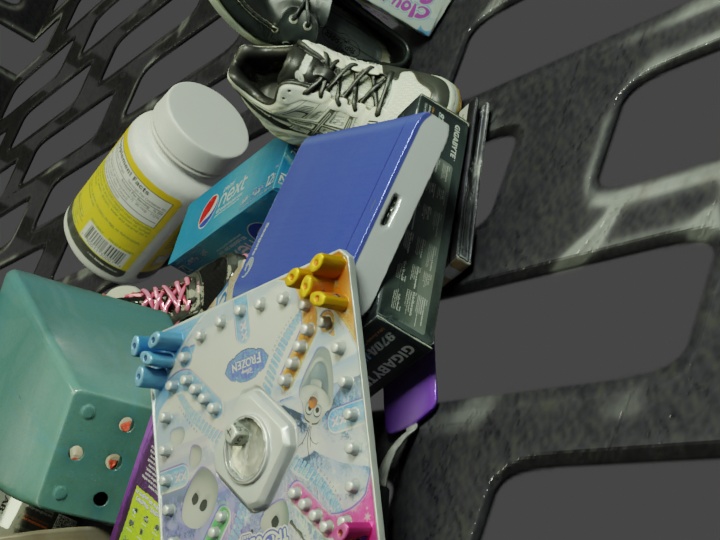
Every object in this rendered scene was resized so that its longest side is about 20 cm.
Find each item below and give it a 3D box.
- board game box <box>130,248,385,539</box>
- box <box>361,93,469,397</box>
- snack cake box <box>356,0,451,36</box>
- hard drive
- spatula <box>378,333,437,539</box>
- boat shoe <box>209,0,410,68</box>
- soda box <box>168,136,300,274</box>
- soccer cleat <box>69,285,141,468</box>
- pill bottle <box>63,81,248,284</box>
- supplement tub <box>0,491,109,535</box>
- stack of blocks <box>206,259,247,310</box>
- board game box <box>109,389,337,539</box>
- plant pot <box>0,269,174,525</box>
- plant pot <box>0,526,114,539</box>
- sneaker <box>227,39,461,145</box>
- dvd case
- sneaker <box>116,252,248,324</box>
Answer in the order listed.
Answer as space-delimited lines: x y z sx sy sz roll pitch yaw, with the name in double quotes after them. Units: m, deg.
-0.070 0.109 0.967 0.199 0.026 0.202 -23 65 41 "board game box"
0.000 0.000 1.068 0.159 0.046 0.201 -41 28 44 "box"
0.000 -0.265 1.344 0.068 0.114 0.200 -59 21 5 "snack cake box"
-0.018 -0.035 1.053 0.133 0.025 0.200 -65 21 -10 "hard drive"
0.018 0.123 0.961 0.056 0.020 0.201 -36 31 45 "spatula"
-0.037 -0.202 1.251 0.066 0.199 0.075 -11 55 44 "boat shoe"
-0.087 -0.048 1.344 0.200 0.064 0.068 -29 38 53 "soda box"
-0.221 0.113 1.464 0.078 0.069 0.202 65 -152 -66 "soccer cleat"
-0.203 -0.087 1.580 0.200 0.114 0.115 -45 27 34 "pill bottle"
-0.275 0.260 1.314 0.122 0.122 0.202 -3 60 65 "supplement tub"
-0.094 0.109 1.160 0.115 0.058 0.201 -50 26 47 "stack of blocks"
-0.086 0.170 1.008 0.199 0.032 0.121 29 107 46 "board game box"
-0.203 0.109 1.182 0.200 0.140 0.143 36 107 64 "plant pot"
-0.249 0.290 1.140 0.200 0.198 0.175 -29 65 53 "plant pot"
-0.020 -0.130 1.189 0.199 0.088 0.076 7 69 38 "sneaker"
0.022 -0.016 1.128 0.200 0.016 0.150 -41 29 44 "dvd case"
-0.163 0.040 1.355 0.200 0.095 0.080 -39 40 44 "sneaker"
